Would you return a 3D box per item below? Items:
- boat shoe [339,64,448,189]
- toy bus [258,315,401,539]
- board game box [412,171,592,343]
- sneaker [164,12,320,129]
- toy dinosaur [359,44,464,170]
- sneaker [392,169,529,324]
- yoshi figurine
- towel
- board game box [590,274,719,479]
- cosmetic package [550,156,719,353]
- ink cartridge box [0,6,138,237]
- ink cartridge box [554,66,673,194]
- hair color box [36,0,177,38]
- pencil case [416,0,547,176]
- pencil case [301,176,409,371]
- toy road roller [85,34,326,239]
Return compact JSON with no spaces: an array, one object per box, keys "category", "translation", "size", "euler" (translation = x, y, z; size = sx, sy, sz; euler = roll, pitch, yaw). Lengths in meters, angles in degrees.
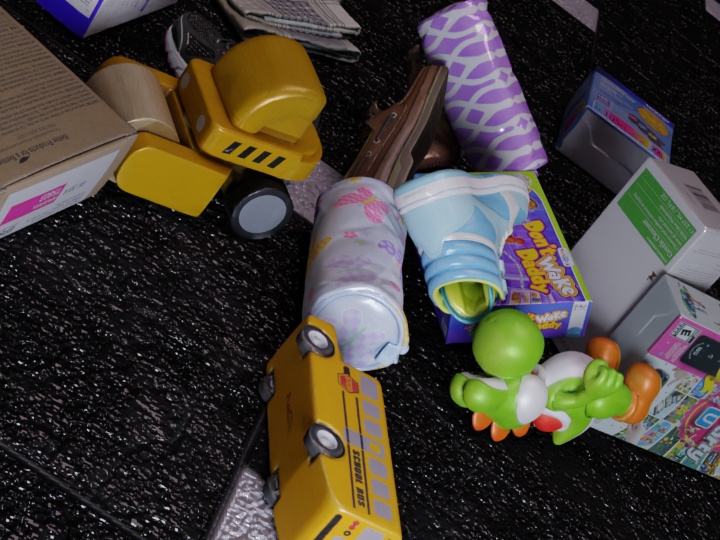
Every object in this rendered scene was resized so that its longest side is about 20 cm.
[{"category":"boat shoe","translation":[0.032,-0.130,1.450],"size":[0.067,0.072,0.201],"euler":[15,53,12]},{"category":"toy bus","translation":[-0.023,0.124,1.079],"size":[0.078,0.065,0.201],"euler":[26,30,-23]},{"category":"board game box","translation":[0.126,-0.017,1.429],"size":[0.133,0.045,0.201],"euler":[-2,40,-12]},{"category":"sneaker","translation":[-0.101,-0.181,1.415],"size":[0.200,0.087,0.080],"euler":[49,28,20]},{"category":"toy dinosaur","translation":[0.079,-0.143,1.587],"size":[0.135,0.086,0.201],"euler":[36,33,-19]},{"category":"sneaker","translation":[0.104,-0.017,1.342],"size":[0.199,0.079,0.132],"euler":[-2,73,-56]},{"category":"yoshi figurine","translation":[0.167,0.081,1.302],"size":[0.199,0.112,0.113],"euler":[2,63,-36]},{"category":"towel","translation":[-0.101,-0.316,1.671],"size":[0.192,0.035,0.201],"euler":[4,44,-48]},{"category":"board game box","translation":[0.325,0.109,1.432],"size":[0.199,0.148,0.065],"euler":[23,30,-27]},{"category":"cosmetic package","translation":[0.269,0.003,1.464],"size":[0.084,0.201,0.108],"euler":[11,35,-44]},{"category":"ink cartridge box","translation":[-0.285,-0.109,1.099],"size":[0.165,0.075,0.200],"euler":[43,27,5]},{"category":"ink cartridge box","translation":[0.333,-0.182,1.953],"size":[0.136,0.077,0.200],"euler":[36,26,-5]},{"category":"hair color box","translation":[-0.215,-0.298,1.427],"size":[0.065,0.110,0.200],"euler":[39,27,5]},{"category":"pencil case","translation":[0.125,-0.182,1.541],"size":[0.085,0.083,0.202],"euler":[-24,95,-74]},{"category":"pencil case","translation":[0.000,0.000,1.270],"size":[0.090,0.084,0.201],"euler":[17,31,-10]},{"category":"toy road roller","translation":[-0.119,-0.132,1.256],"size":[0.199,0.146,0.123],"euler":[17,34,-36]}]
